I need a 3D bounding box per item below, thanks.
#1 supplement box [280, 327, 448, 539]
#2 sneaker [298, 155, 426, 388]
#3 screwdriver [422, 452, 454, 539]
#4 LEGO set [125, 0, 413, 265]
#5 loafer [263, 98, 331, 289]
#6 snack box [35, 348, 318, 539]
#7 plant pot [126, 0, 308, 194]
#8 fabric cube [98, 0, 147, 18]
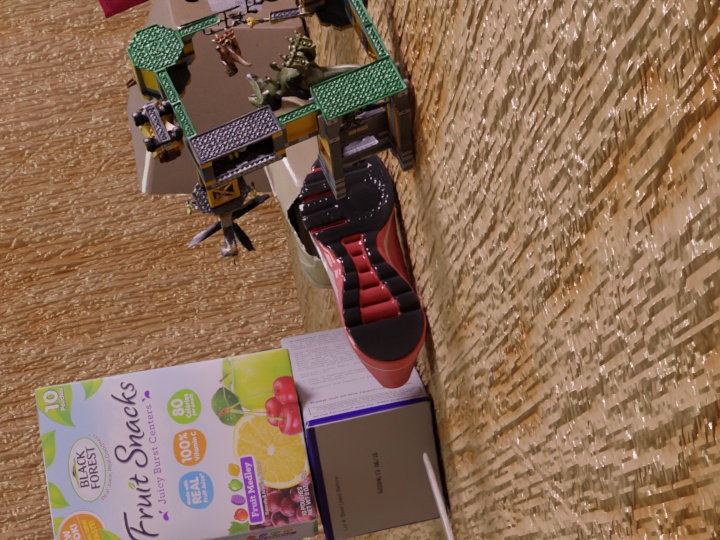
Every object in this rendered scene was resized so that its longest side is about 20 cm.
[{"bbox_3d":[0.000,0.124,1.747,0.200,0.103,0.102,-117,17,-70],"label":"supplement box"},{"bbox_3d":[0.000,0.000,1.635,0.087,0.073,0.201,84,174,-60],"label":"sneaker"},{"bbox_3d":[0.071,0.204,1.522,0.029,0.028,0.201,-54,37,40],"label":"screwdriver"},{"bbox_3d":[-0.054,-0.107,1.448,0.154,0.199,0.116,54,166,26],"label":"LEGO set"},{"bbox_3d":[-0.049,-0.083,2.114,0.068,0.075,0.201,109,140,-79],"label":"loafer"},{"bbox_3d":[-0.140,0.148,1.664,0.053,0.199,0.143,96,164,-68],"label":"snack box"},{"bbox_3d":[-0.140,-0.208,2.295,0.200,0.198,0.178,-108,19,-57],"label":"plant pot"},{"bbox_3d":[-0.157,-0.338,1.765,0.200,0.198,0.197,-122,8,-78],"label":"fabric cube"}]
